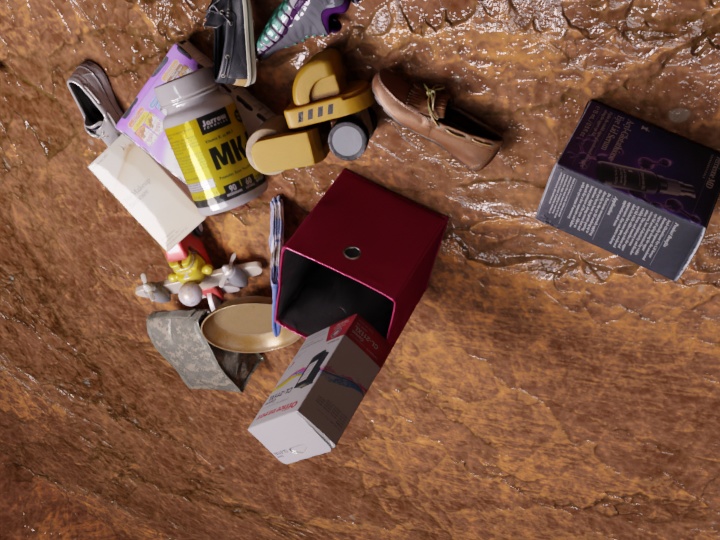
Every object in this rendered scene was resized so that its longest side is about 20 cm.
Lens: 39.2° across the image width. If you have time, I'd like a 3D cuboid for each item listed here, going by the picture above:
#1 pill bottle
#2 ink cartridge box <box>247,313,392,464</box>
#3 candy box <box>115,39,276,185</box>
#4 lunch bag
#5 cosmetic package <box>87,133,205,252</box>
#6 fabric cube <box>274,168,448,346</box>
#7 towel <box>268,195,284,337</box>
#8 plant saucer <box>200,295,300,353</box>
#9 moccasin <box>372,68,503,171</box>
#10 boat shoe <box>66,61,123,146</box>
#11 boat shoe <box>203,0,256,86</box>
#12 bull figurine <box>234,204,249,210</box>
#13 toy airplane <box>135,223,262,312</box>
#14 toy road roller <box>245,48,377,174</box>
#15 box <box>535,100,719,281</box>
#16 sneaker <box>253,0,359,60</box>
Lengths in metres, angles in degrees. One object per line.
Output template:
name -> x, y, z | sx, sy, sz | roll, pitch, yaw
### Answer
pill bottle -> -0.224, -0.193, 1.498 | 0.114, 0.114, 0.201 | -8, 110, 41
ink cartridge box -> -0.060, 0.177, 1.517 | 0.083, 0.200, 0.146 | 45, 141, -15
candy box -> -0.251, -0.230, 1.587 | 0.200, 0.072, 0.168 | 39, 107, -7
lunch bag -> -0.325, 0.146, 2.070 | 0.163, 0.118, 0.200 | -2, 134, 39
cosmetic package -> -0.361, -0.144, 1.756 | 0.103, 0.073, 0.200 | -40, 101, 15
fabric cube -> 0.000, 0.000, 1.609 | 0.195, 0.200, 0.200 | 26, 142, 12
towel -> -0.144, -0.008, 1.723 | 0.024, 0.201, 0.147 | 1, 142, -6
plant saucer -> -0.206, 0.098, 1.940 | 0.199, 0.036, 0.201 | -3, 149, -2
moccasin -> 0.106, -0.218, 1.402 | 0.201, 0.074, 0.078 | 37, 133, 1
boat shoe -> -0.455, -0.263, 1.768 | 0.073, 0.065, 0.201 | 3, 132, 34
boat shoe -> -0.189, -0.358, 1.424 | 0.075, 0.062, 0.201 | -144, 47, -64
bull figurine -> -0.256, -0.178, 1.707 | 0.200, 0.065, 0.121 | 38, 161, -11
toy airplane -> -0.307, 0.019, 1.899 | 0.198, 0.142, 0.200 | 22, 131, -16
toy road roller -> -0.074, -0.232, 1.459 | 0.199, 0.123, 0.147 | -11, 110, 14
box -> 0.347, -0.104, 1.288 | 0.199, 0.148, 0.105 | 24, 141, 11
sneaker -> -0.081, -0.338, 1.415 | 0.087, 0.075, 0.200 | 32, 147, -15
